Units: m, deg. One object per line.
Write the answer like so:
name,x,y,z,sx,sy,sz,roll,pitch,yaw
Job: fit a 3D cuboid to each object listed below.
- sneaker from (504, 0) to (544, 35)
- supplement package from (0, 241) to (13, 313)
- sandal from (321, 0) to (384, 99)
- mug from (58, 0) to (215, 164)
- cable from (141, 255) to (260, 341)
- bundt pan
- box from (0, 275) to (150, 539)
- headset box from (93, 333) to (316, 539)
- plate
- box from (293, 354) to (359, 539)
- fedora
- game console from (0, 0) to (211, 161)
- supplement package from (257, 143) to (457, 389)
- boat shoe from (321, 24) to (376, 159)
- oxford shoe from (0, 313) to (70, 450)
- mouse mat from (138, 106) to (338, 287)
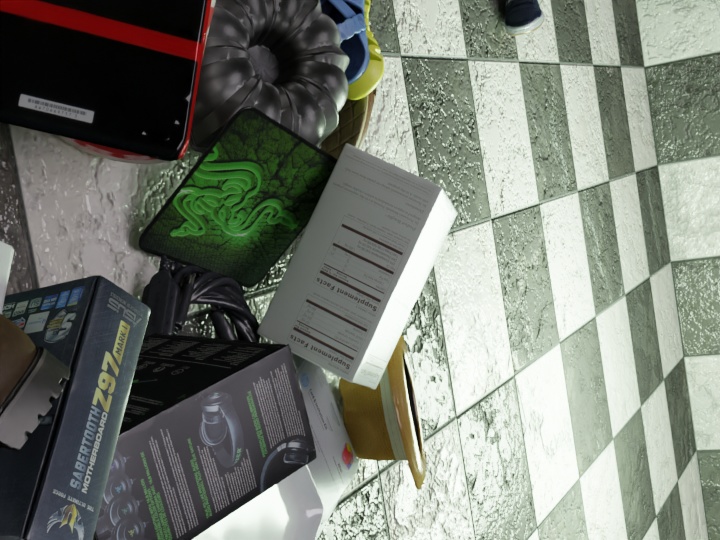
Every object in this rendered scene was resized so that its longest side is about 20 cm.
sneaker,0.275,-0.489,1.858,0.201,0.069,0.110,-71,148,-50
supplement package,-0.306,0.065,0.576,0.151,0.148,0.204,34,55,-55
sandal,-0.031,-0.294,1.208,0.087,0.079,0.203,26,40,-54
mug,-0.204,-0.204,0.890,0.134,0.174,0.204,116,-19,-74
cable,-0.146,0.096,0.969,0.163,0.050,0.204,41,44,-51
bundt pan,-0.091,-0.195,1.026,0.199,0.075,0.206,8,75,-33
box,-0.229,0.096,0.659,0.051,0.197,0.160,38,51,-44
headset box,-0.163,0.126,0.763,0.199,0.172,0.095,-27,108,-42
plate,-0.096,0.225,0.946,0.202,0.032,0.202,-69,148,-46
box,-0.075,0.199,1.092,0.200,0.041,0.158,-53,129,-51
fedora,0.023,0.156,1.215,0.201,0.080,0.205,-11,90,-85
game console,-0.212,-0.186,0.801,0.196,0.031,0.181,11,80,-17
supplement package,0.000,0.000,1.065,0.203,0.108,0.114,-64,164,-4
boat shoe,-0.009,-0.203,1.268,0.067,0.071,0.204,36,55,-56
oxford shoe,-0.224,0.093,0.508,0.085,0.072,0.201,49,39,-22
mouse mat,-0.103,-0.061,1.010,0.008,0.161,0.199,45,11,29
